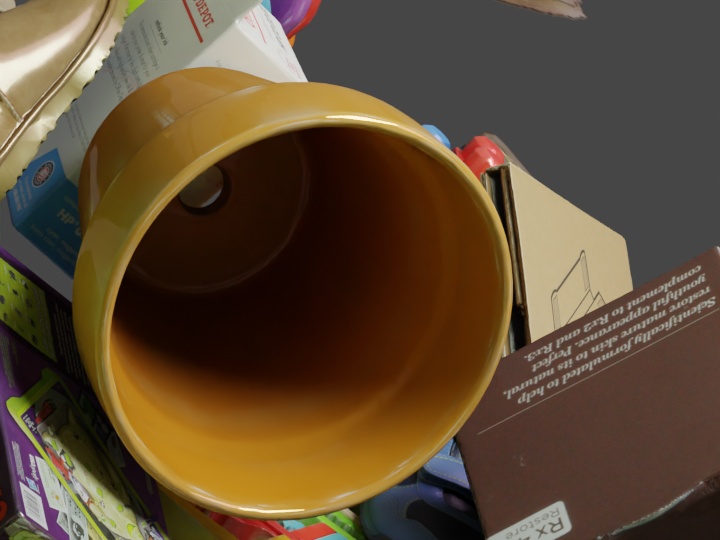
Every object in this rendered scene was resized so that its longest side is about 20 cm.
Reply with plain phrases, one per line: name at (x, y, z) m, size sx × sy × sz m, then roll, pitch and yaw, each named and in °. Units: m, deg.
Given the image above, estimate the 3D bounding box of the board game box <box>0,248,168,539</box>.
board game box at (-0.139, 0.077, 1.240) m, size 0.120 × 0.032 × 0.200 m, roll 38°, pitch 22°, yaw -37°

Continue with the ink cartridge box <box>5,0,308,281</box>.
ink cartridge box at (-0.095, -0.092, 1.418) m, size 0.068 × 0.200 × 0.115 m, roll 44°, pitch 11°, yaw -28°

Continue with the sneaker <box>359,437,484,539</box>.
sneaker at (0.049, 0.108, 1.450) m, size 0.074 × 0.082 × 0.200 m, roll 32°, pitch 22°, yaw -18°

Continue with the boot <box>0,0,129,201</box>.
boot at (-0.222, -0.148, 1.350) m, size 0.200 × 0.066 × 0.175 m, roll 46°, pitch 48°, yaw -23°

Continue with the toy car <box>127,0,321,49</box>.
toy car at (-0.092, -0.167, 1.679) m, size 0.175 × 0.150 × 0.200 m, roll 54°, pitch 8°, yaw 4°

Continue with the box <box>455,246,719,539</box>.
box at (0.167, 0.135, 1.348) m, size 0.200 × 0.166 × 0.164 m, roll 57°, pitch 11°, yaw -33°

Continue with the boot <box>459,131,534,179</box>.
boot at (0.038, -0.028, 1.666) m, size 0.064 × 0.200 × 0.187 m, roll 6°, pitch 42°, yaw -30°

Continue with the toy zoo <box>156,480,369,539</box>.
toy zoo at (-0.033, 0.144, 1.353) m, size 0.131 × 0.020 × 0.200 m, roll 35°, pitch 11°, yaw 16°

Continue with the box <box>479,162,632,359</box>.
box at (0.120, 0.041, 1.521) m, size 0.200 × 0.021 × 0.164 m, roll 26°, pitch 55°, yaw -64°

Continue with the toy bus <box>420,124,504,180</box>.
toy bus at (0.000, 0.000, 1.500) m, size 0.136 × 0.192 × 0.200 m, roll 44°, pitch 16°, yaw -10°

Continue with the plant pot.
plant pot at (-0.054, -0.010, 1.292) m, size 0.200 × 0.200 × 0.183 m, roll 42°, pitch 2°, yaw -31°

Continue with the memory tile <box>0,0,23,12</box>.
memory tile at (-0.207, -0.128, 1.543) m, size 0.200 × 0.017 × 0.153 m, roll 45°, pitch 17°, yaw -21°
